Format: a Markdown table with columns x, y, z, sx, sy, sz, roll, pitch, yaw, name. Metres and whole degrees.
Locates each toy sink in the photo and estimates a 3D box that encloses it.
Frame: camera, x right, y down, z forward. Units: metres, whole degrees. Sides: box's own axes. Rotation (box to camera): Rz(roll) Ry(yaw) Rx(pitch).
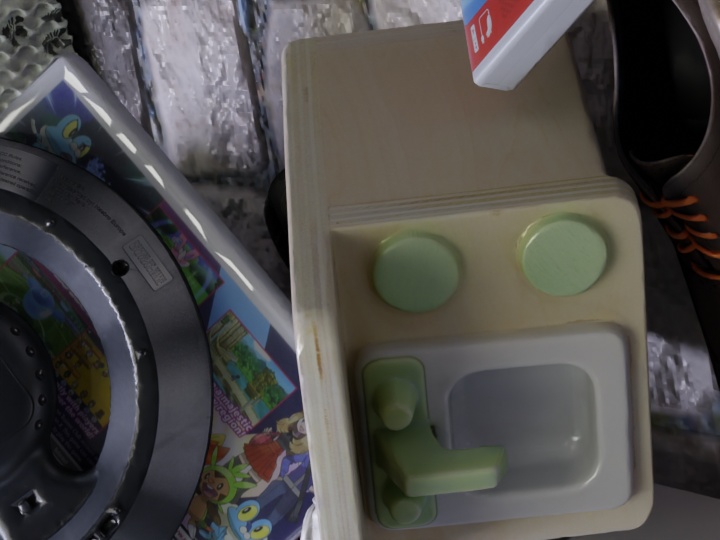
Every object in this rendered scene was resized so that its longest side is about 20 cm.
| x | y | z | sx | sy | sz | roll | pitch | yaw | name |
| --- | --- | --- | --- | --- | --- | --- | --- | --- | --- |
| 0.036 | 0.015 | 0.884 | 0.200 | 0.112 | 0.131 | -94 | -2 | -61 | toy sink |

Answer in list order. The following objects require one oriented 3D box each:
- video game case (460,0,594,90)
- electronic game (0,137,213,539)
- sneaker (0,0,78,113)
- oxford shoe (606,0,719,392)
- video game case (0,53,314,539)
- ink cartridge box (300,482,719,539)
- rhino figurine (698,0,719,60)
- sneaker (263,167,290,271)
| x | y | z | sx | sy | sz | roll | pitch | yaw | name |
| --- | --- | --- | --- | --- | --- | --- | --- | --- | --- |
| 0.061 | -0.180 | 0.855 | 0.143 | 0.017 | 0.201 | -47 | 43 | 50 | video game case |
| -0.155 | 0.048 | 1.003 | 0.042 | 0.199 | 0.201 | -27 | -83 | -85 | electronic game |
| -0.164 | -0.046 | 1.234 | 0.099 | 0.069 | 0.201 | -5 | 98 | 59 | sneaker |
| 0.118 | -0.022 | 0.879 | 0.071 | 0.072 | 0.201 | -2 | 105 | 49 | oxford shoe |
| -0.113 | 0.049 | 1.029 | 0.182 | 0.023 | 0.200 | -42 | 85 | 12 | video game case |
| 0.083 | 0.153 | 0.950 | 0.199 | 0.085 | 0.146 | 12 | 117 | 26 | ink cartridge box |
| 0.145 | -0.072 | 0.810 | 0.200 | 0.087 | 0.060 | 61 | 142 | 11 | rhino figurine |
| 0.000 | 0.000 | 1.048 | 0.090 | 0.066 | 0.201 | 39 | 130 | 38 | sneaker |
